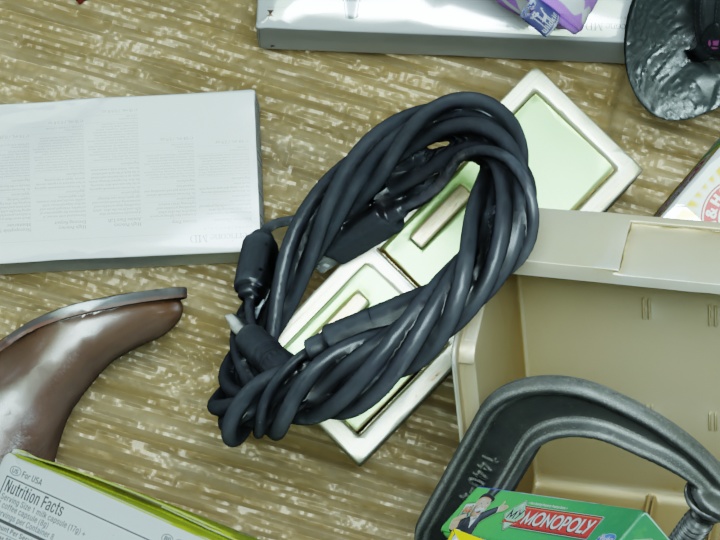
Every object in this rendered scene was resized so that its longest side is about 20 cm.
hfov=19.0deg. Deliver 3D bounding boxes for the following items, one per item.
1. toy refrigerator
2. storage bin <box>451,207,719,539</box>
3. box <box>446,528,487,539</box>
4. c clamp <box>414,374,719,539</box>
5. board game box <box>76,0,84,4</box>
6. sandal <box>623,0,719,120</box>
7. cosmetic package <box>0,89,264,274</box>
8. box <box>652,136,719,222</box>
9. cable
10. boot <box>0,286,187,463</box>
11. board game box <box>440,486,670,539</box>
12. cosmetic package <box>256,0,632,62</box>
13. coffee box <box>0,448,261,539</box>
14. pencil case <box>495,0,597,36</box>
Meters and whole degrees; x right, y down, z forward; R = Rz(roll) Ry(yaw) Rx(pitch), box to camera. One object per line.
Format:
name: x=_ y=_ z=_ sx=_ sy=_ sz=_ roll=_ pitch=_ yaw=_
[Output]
toy refrigerator: x=0.043 y=-0.001 z=1.068 sx=0.076 sy=0.070 sz=0.200 roll=45 pitch=86 yaw=5
storage bin: x=0.154 y=0.076 z=0.972 sx=0.199 sy=0.199 sz=0.094 roll=6 pitch=45 yaw=15
box: x=0.072 y=0.193 z=0.903 sx=0.064 sy=0.200 sz=0.070 roll=16 pitch=60 yaw=29
c clamp: x=0.111 y=0.124 z=0.954 sx=0.170 sy=0.200 sz=0.027 roll=22 pitch=48 yaw=6
board game box: x=-0.101 y=-0.241 z=1.123 sx=0.200 sy=0.019 sz=0.103 roll=-40 pitch=83 yaw=-4
sandal: x=0.197 y=-0.151 z=1.015 sx=0.075 sy=0.048 sz=0.201 roll=40 pitch=107 yaw=-8
cosmetic package: x=-0.148 y=-0.041 z=1.083 sx=0.199 sy=0.051 sz=0.083 roll=-2 pitch=81 yaw=0
box: x=0.233 y=-0.054 z=1.052 sx=0.101 sy=0.113 sz=0.200 roll=41 pitch=86 yaw=3
cable: x=0.000 y=0.000 z=0.954 sx=0.051 sy=0.200 sz=0.164 roll=43 pitch=51 yaw=-23
boot: x=-0.141 y=0.124 z=1.062 sx=0.186 sy=0.064 sz=0.201 roll=-21 pitch=87 yaw=-3
board game box: x=0.133 y=0.173 z=0.900 sx=0.029 sy=0.134 sz=0.200 roll=-47 pitch=108 yaw=-18
cosmetic package: x=0.049 y=-0.153 z=1.088 sx=0.199 sy=0.051 sz=0.083 roll=2 pitch=85 yaw=0
coffee box: x=-0.066 y=0.216 z=0.949 sx=0.199 sy=0.200 sz=0.199 roll=19 pitch=83 yaw=28
pencil case: x=0.111 y=-0.208 z=1.009 sx=0.085 sy=0.084 sz=0.201 roll=31 pitch=91 yaw=-26
